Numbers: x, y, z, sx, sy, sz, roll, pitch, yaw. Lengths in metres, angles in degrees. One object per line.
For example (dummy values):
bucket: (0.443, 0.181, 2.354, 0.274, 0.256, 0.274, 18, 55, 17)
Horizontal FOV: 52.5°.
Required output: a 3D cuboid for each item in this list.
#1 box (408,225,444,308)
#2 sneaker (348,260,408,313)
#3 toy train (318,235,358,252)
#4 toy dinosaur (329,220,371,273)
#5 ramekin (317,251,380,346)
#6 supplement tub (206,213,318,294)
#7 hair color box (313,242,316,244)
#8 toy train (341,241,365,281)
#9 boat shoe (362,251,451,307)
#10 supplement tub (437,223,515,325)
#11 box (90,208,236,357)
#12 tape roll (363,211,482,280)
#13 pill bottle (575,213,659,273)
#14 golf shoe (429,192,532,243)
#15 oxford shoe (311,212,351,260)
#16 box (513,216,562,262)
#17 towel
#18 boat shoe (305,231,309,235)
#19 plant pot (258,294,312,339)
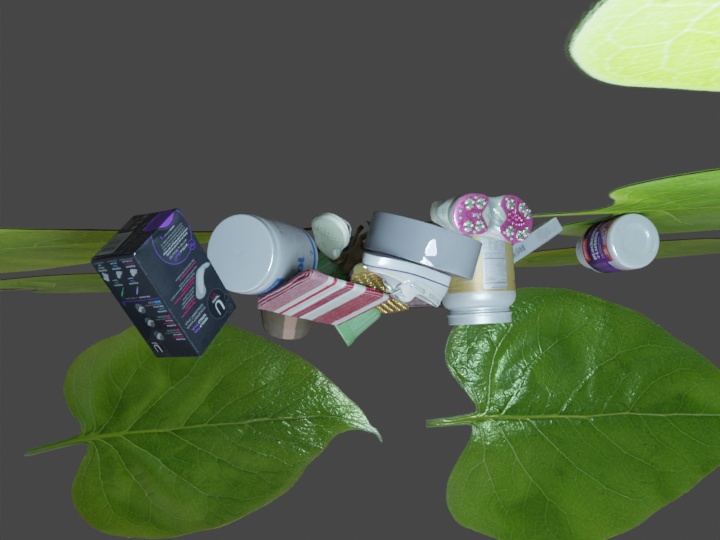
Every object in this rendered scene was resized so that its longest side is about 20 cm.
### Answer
box: (0.131, -0.004, 1.557, 0.195, 0.168, 0.166, -2, 177, -10)
sneaker: (0.030, 0.009, 1.330, 0.073, 0.092, 0.200, -13, 154, 17)
toy train: (-0.099, -0.039, 1.604, 0.197, 0.086, 0.115, 5, 159, -34)
toy dinosaur: (0.002, -0.035, 1.371, 0.058, 0.102, 0.199, 41, 167, -18)
ramekin: (-0.042, 0.045, 1.515, 0.097, 0.202, 0.200, -34, 179, -5)
supplement tub: (-0.165, -0.024, 1.278, 0.129, 0.135, 0.199, -4, 177, 19)
hair color box: (-0.147, -0.032, 1.716, 0.196, 0.062, 0.099, -1, 178, -29)
toy train: (0.000, 0.000, 1.398, 0.056, 0.042, 0.201, -26, -160, 39)
boat shoe: (0.073, 0.018, 1.205, 0.071, 0.067, 0.198, 17, 180, 41)
supplement tub: (0.220, -0.001, 1.388, 0.141, 0.205, 0.145, -3, 177, 0)
box: (-0.303, 0.023, 1.145, 0.104, 0.202, 0.123, -5, -146, 32)
tape roll: (0.107, -0.042, 1.257, 0.196, 0.068, 0.200, 17, 180, 0)
pill bottle: (0.538, -0.053, 1.561, 0.109, 0.114, 0.200, -2, 176, -7)
golf shoe: (0.194, -0.088, 1.163, 0.197, 0.077, 0.091, 8, -179, -40)
oxford shoe: (-0.045, -0.071, 1.286, 0.075, 0.058, 0.200, 41, 169, 5)
box: (0.321, -0.051, 1.544, 0.143, 0.037, 0.200, -32, -176, -12)
towel: (-0.061, 0.048, 1.260, 0.143, 0.023, 0.198, -27, 150, 35)
boat shoe: (-0.196, -0.042, 1.428, 0.196, 0.075, 0.069, -1, 172, -27)
plant pot: (-0.175, 0.069, 1.823, 0.195, 0.177, 0.201, 8, -160, -3)
